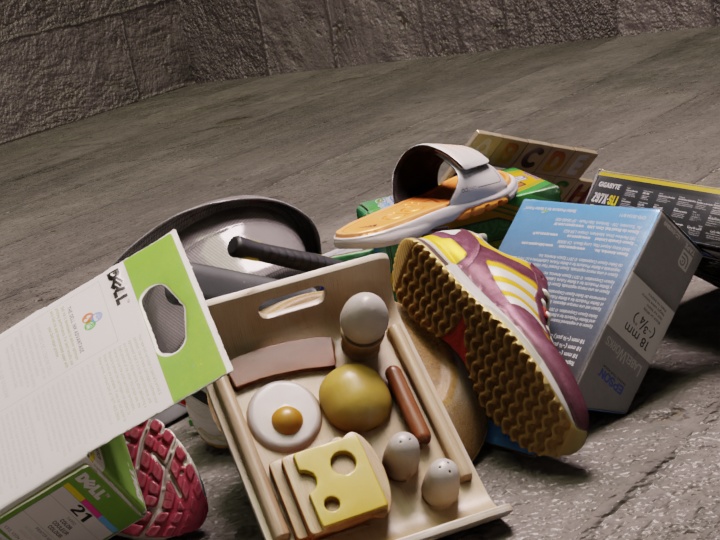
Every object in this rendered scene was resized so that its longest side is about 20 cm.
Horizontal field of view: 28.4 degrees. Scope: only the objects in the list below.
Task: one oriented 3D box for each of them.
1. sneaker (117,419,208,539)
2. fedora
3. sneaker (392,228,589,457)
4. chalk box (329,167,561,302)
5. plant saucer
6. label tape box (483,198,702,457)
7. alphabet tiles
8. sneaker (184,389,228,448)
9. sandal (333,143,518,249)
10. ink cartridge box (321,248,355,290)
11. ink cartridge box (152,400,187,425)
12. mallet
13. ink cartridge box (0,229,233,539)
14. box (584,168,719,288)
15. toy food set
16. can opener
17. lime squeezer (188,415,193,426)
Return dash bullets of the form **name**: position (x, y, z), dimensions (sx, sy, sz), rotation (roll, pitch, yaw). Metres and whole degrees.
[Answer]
- **sneaker**: position (-0.176, 0.137, 0.990), dimensions (0.199, 0.075, 0.081), rotation (16, 70, 39)
- **fedora**: position (-0.111, 0.032, 1.204), dimensions (0.198, 0.178, 0.090), rotation (-25, 43, -12)
- **sneaker**: position (0.108, 0.039, 0.970), dimensions (0.089, 0.075, 0.200), rotation (-13, 50, -33)
- **chalk box**: position (0.070, -0.002, 1.228), dimensions (0.198, 0.126, 0.124), rotation (-15, 14, -9)
- **plant saucer**: position (-0.006, 0.073, 0.977), dimensions (0.198, 0.036, 0.201), rotation (7, 38, -6)
- **label tape box**: position (0.141, 0.050, 1.043), dimensions (0.144, 0.063, 0.201), rotation (9, 65, 53)
- **alphabet tiles**: position (0.136, -0.057, 1.354), dimensions (0.199, 0.168, 0.008), rotation (5, 42, -41)
- **sneaker**: position (-0.040, 0.076, 1.050), dimensions (0.198, 0.088, 0.076), rotation (-13, 37, 8)
- **sandal**: position (0.053, -0.067, 1.112), dimensions (0.079, 0.060, 0.206), rotation (1, 16, 38)
- **ink cartridge box**: position (0.014, -0.008, 1.395), dimensions (0.199, 0.045, 0.094), rotation (-22, -6, -38)
- **ink cartridge box**: position (-0.222, 0.104, 1.197), dimensions (0.160, 0.051, 0.199), rotation (2, 21, 40)
- **mallet**: position (0.000, 0.000, 1.041), dimensions (0.199, 0.042, 0.066), rotation (13, -11, -37)
- **ink cartridge box**: position (-0.171, 0.089, 0.918), dimensions (0.199, 0.076, 0.148), rotation (-31, 44, 1)
- **box**: position (0.290, -0.020, 1.112), dimensions (0.159, 0.050, 0.200), rotation (26, -2, -24)
- **toy food set**: position (-0.010, 0.088, 0.884), dimensions (0.142, 0.061, 0.201), rotation (-15, 56, -17)
- **can opener**: position (-0.059, 0.044, 1.131), dimensions (0.198, 0.068, 0.053), rotation (11, -7, -23)
- **lime squeezer**: position (-0.040, 0.082, 1.117), dimensions (0.200, 0.071, 0.038), rotation (-40, 32, 8)
